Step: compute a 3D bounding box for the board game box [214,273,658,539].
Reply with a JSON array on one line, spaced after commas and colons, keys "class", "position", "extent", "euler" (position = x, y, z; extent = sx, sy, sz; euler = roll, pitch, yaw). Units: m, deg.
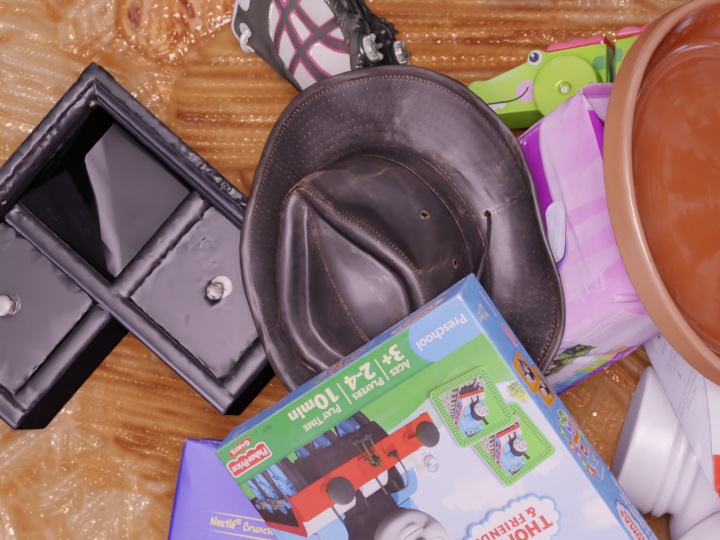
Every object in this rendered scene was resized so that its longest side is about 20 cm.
[{"class": "board game box", "position": [0.048, 0.125, 0.915], "extent": [0.151, 0.037, 0.200], "euler": [-34, 96, 21]}]

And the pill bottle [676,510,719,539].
[{"class": "pill bottle", "position": [0.228, 0.218, 0.982], "extent": [0.116, 0.116, 0.200], "euler": [-33, 128, -1]}]

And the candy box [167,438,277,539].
[{"class": "candy box", "position": [-0.027, 0.202, 1.060], "extent": [0.168, 0.077, 0.201], "euler": [9, 88, 3]}]

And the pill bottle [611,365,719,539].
[{"class": "pill bottle", "position": [0.240, 0.117, 1.039], "extent": [0.199, 0.109, 0.110], "euler": [17, 86, 4]}]

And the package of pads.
[{"class": "package of pads", "position": [0.088, 0.002, 1.013], "extent": [0.075, 0.200, 0.121], "euler": [7, 58, -39]}]

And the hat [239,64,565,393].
[{"class": "hat", "position": [0.000, 0.000, 0.952], "extent": [0.200, 0.081, 0.202], "euler": [4, 99, 30]}]

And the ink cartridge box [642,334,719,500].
[{"class": "ink cartridge box", "position": [0.243, 0.076, 0.956], "extent": [0.159, 0.200, 0.047], "euler": [5, 122, -14]}]

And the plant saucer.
[{"class": "plant saucer", "position": [0.190, -0.035, 0.942], "extent": [0.200, 0.032, 0.201], "euler": [9, 74, -36]}]

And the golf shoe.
[{"class": "golf shoe", "position": [-0.022, -0.128, 1.104], "extent": [0.088, 0.077, 0.201], "euler": [-17, 81, 21]}]

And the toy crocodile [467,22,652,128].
[{"class": "toy crocodile", "position": [0.154, -0.108, 1.046], "extent": [0.199, 0.067, 0.062], "euler": [-6, 78, 28]}]

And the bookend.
[{"class": "bookend", "position": [-0.134, 0.028, 1.075], "extent": [0.199, 0.092, 0.200], "euler": [42, 89, 5]}]
